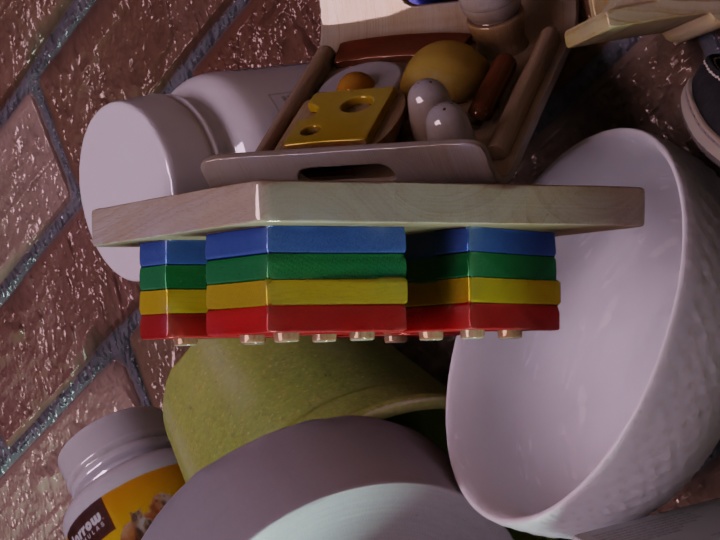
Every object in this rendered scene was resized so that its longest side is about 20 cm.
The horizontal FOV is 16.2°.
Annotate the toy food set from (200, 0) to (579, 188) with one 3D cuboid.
[{"bbox_3d":[0.018,-0.101,1.247,0.143,0.200,0.060,-3,121,21],"label":"toy food set"}]

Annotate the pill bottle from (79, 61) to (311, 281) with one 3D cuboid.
[{"bbox_3d":[-0.042,-0.054,1.363,0.113,0.200,0.113,17,111,52],"label":"pill bottle"}]

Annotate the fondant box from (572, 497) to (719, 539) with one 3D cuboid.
[{"bbox_3d":[0.209,0.160,1.116,0.200,0.144,0.058,21,114,50],"label":"fondant box"}]

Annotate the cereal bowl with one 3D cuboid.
[{"bbox_3d":[0.127,0.038,1.223,0.200,0.083,0.200,-43,35,41],"label":"cereal bowl"}]

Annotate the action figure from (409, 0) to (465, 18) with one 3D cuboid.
[{"bbox_3d":[0.005,-0.187,1.402,0.200,0.052,0.065,52,141,37],"label":"action figure"}]

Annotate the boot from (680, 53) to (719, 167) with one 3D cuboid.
[{"bbox_3d":[0.216,-0.097,1.100,0.200,0.073,0.151,-119,46,-63],"label":"boot"}]

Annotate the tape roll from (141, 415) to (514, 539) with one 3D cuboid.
[{"bbox_3d":[-0.019,0.174,1.282,0.066,0.200,0.200,49,135,51],"label":"tape roll"}]

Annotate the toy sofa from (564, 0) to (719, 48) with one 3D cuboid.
[{"bbox_3d":[0.136,-0.208,1.198,0.083,0.098,0.200,170,90,-79],"label":"toy sofa"}]

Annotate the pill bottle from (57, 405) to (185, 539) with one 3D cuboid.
[{"bbox_3d":[-0.118,0.189,1.604,0.200,0.109,0.109,61,140,25],"label":"pill bottle"}]

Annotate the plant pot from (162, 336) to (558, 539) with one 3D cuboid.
[{"bbox_3d":[-0.019,0.108,1.402,0.184,0.200,0.201,50,136,51],"label":"plant pot"}]

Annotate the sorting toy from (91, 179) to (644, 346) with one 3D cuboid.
[{"bbox_3d":[0.000,0.000,1.203,0.200,0.199,0.070,-6,84,63],"label":"sorting toy"}]
